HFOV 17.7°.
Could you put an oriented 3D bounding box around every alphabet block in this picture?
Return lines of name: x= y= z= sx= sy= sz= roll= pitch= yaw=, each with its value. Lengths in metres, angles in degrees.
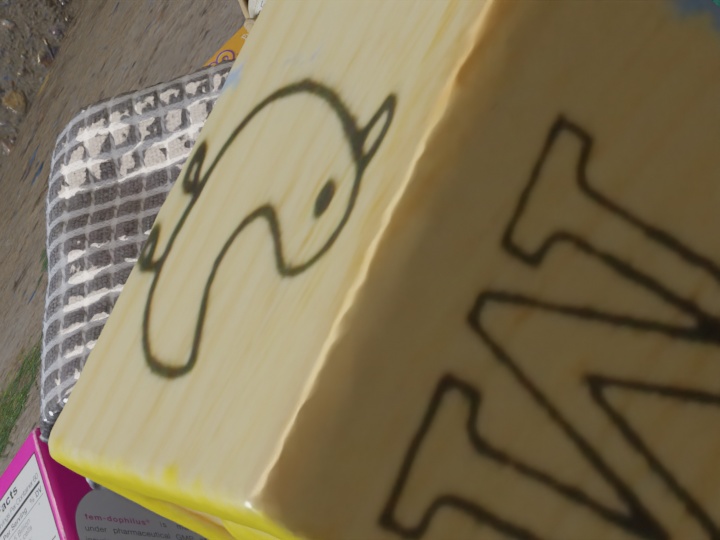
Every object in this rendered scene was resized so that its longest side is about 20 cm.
alphabet block: x=0.047 y=0.020 z=0.758 sx=0.195 sy=0.196 sz=0.201 roll=0 pitch=63 yaw=65

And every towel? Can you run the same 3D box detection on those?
towel: x=-0.036 y=-0.011 z=0.959 sx=0.199 sy=0.086 sz=0.166 roll=-16 pitch=50 yaw=15

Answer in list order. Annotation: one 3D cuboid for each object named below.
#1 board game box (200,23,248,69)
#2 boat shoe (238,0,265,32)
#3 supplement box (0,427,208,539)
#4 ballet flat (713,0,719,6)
board game box: x=-0.036 y=-0.112 z=1.335 sx=0.200 sy=0.096 sz=0.030 roll=-44 pitch=45 yaw=-9
boat shoe: x=-0.027 y=-0.129 z=1.159 sx=0.074 sy=0.066 sz=0.200 roll=-62 pitch=30 yaw=18
supplement box: x=-0.102 y=0.180 z=1.031 sx=0.103 sy=0.101 sz=0.201 roll=-51 pitch=44 yaw=32
ballet flat: x=0.114 y=-0.113 z=1.042 sx=0.199 sy=0.068 sz=0.070 roll=-21 pitch=6 yaw=40
